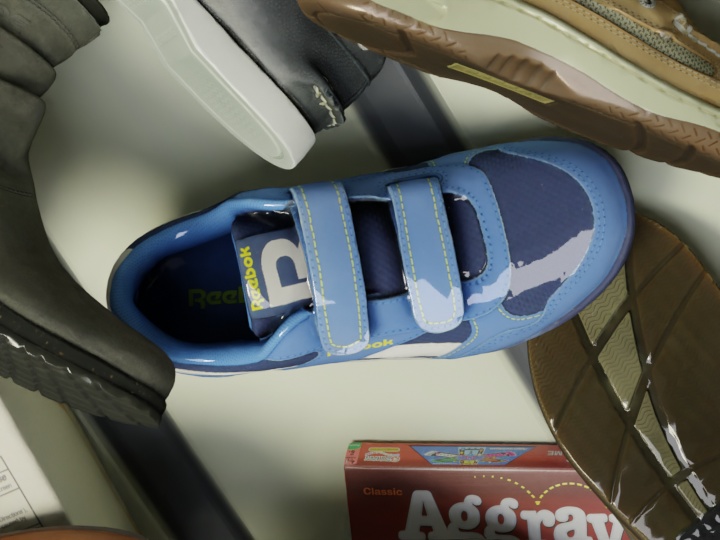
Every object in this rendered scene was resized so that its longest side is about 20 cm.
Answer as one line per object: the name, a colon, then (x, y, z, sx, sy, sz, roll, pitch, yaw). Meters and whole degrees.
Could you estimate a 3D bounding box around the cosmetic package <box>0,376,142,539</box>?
cosmetic package: (-0.141, 0.124, 1.106, 0.105, 0.071, 0.201, -20, 116, 9)

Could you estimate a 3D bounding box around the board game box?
board game box: (0.096, 0.115, 1.097, 0.199, 0.019, 0.103, 0, 120, 10)

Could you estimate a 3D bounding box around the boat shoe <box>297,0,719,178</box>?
boat shoe: (0.081, -0.089, 0.946, 0.199, 0.072, 0.076, 21, 83, -21)

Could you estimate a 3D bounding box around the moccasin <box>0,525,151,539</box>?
moccasin: (-0.160, 0.147, 1.031, 0.200, 0.078, 0.074, -11, 117, 0)

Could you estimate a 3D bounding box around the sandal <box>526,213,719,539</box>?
sandal: (0.128, 0.071, 1.035, 0.082, 0.055, 0.200, -37, 96, 1)

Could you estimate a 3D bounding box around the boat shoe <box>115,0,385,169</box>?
boat shoe: (-0.072, -0.125, 0.956, 0.060, 0.076, 0.200, -46, 110, -14)

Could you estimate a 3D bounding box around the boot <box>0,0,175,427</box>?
boot: (-0.124, -0.045, 0.962, 0.200, 0.131, 0.068, 33, 166, 4)

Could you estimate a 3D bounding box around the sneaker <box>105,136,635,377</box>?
sneaker: (0.000, 0.000, 0.995, 0.199, 0.082, 0.074, -14, 83, 16)

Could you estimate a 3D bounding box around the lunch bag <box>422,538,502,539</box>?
lunch bag: (0.021, 0.225, 1.050, 0.139, 0.168, 0.200, 3, 128, -29)
